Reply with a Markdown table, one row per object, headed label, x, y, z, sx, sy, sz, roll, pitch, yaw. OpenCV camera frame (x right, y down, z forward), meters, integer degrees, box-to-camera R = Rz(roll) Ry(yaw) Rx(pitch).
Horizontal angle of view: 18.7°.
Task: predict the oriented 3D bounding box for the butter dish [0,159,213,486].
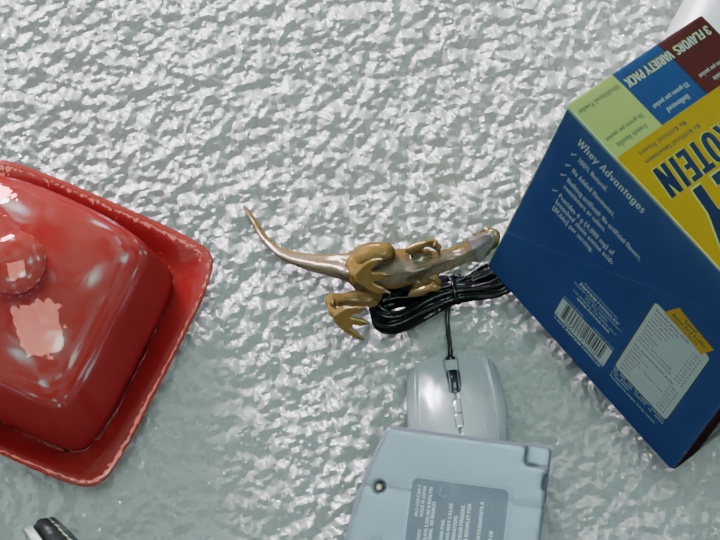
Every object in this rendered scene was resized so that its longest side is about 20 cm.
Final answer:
| label | x | y | z | sx | sy | sz | roll | pitch | yaw |
| --- | --- | --- | --- | --- | --- | --- | --- | --- | --- |
| butter dish | -0.228 | 0.017 | 1.507 | 0.199 | 0.148 | 0.201 | 24 | 73 | 9 |

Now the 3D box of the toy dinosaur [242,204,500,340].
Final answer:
| label | x | y | z | sx | sy | sz | roll | pitch | yaw |
| --- | --- | --- | --- | --- | --- | --- | --- | --- | --- |
| toy dinosaur | 0.000 | 0.000 | 1.542 | 0.198 | 0.106 | 0.061 | 2 | 112 | 13 |

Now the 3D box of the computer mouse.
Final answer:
| label | x | y | z | sx | sy | sz | roll | pitch | yaw |
| --- | --- | --- | --- | --- | --- | --- | --- | --- | --- |
| computer mouse | 0.069 | 0.092 | 1.527 | 0.109 | 0.044 | 0.202 | -7 | 70 | -2 |

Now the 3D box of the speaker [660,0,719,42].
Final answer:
| label | x | y | z | sx | sy | sz | roll | pitch | yaw |
| --- | --- | --- | --- | --- | --- | --- | --- | --- | --- |
| speaker | 0.269 | -0.178 | 1.600 | 0.081 | 0.081 | 0.201 | 26 | 73 | 10 |

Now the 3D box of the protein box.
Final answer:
| label | x | y | z | sx | sy | sz | roll | pitch | yaw |
| --- | --- | --- | --- | --- | --- | --- | --- | --- | --- |
| protein box | 0.218 | -0.016 | 1.464 | 0.134 | 0.200 | 0.199 | -33 | 72 | -28 |

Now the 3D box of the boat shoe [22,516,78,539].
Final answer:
| label | x | y | z | sx | sy | sz | roll | pitch | yaw |
| --- | --- | --- | --- | --- | --- | --- | --- | --- | --- |
| boat shoe | -0.144 | 0.232 | 1.468 | 0.060 | 0.074 | 0.200 | -43 | 78 | -13 |

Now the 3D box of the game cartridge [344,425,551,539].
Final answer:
| label | x | y | z | sx | sy | sz | roll | pitch | yaw |
| --- | --- | --- | --- | --- | --- | --- | --- | --- | --- |
| game cartridge | 0.051 | 0.210 | 1.468 | 0.132 | 0.041 | 0.202 | 8 | 86 | 1 |
